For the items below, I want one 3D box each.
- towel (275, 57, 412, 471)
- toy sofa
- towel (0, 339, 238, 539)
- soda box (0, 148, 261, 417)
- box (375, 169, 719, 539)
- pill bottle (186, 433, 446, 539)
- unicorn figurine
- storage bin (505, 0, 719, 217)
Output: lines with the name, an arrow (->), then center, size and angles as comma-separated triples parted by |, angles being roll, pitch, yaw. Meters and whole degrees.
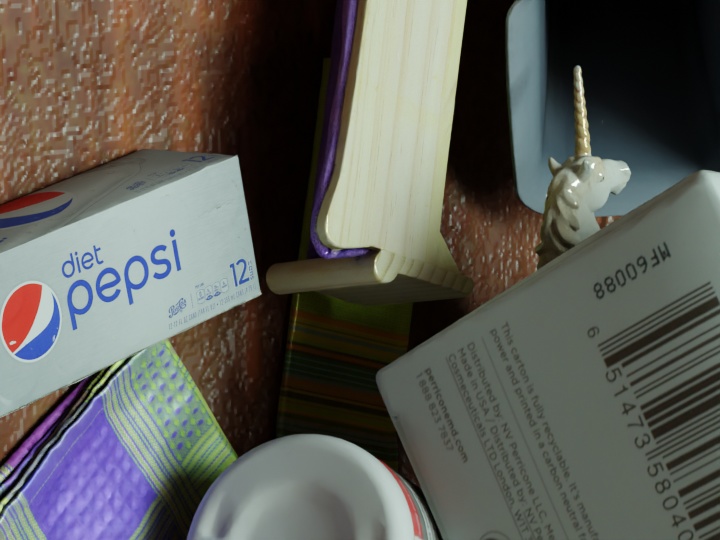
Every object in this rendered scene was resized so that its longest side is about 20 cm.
towel -> 0.000, 0.000, 1.242 | 0.086, 0.018, 0.201 | 12, 84, -49
toy sofa -> 0.004, -0.087, 1.176 | 0.097, 0.083, 0.201 | 16, 76, -39
towel -> -0.118, 0.135, 1.116 | 0.200, 0.023, 0.144 | -51, 128, -33
soda box -> -0.134, 0.007, 1.055 | 0.200, 0.063, 0.069 | -27, 114, -44
box -> 0.154, 0.089, 1.121 | 0.171, 0.200, 0.200 | 1, 62, -56
pill bottle -> 0.009, 0.158, 1.174 | 0.200, 0.113, 0.115 | 39, 64, -57
unicorn figurine -> 0.115, 0.009, 1.260 | 0.137, 0.200, 0.074 | 15, 37, -35
storage bin -> 0.145, -0.139, 1.259 | 0.200, 0.145, 0.135 | 80, 8, -59
